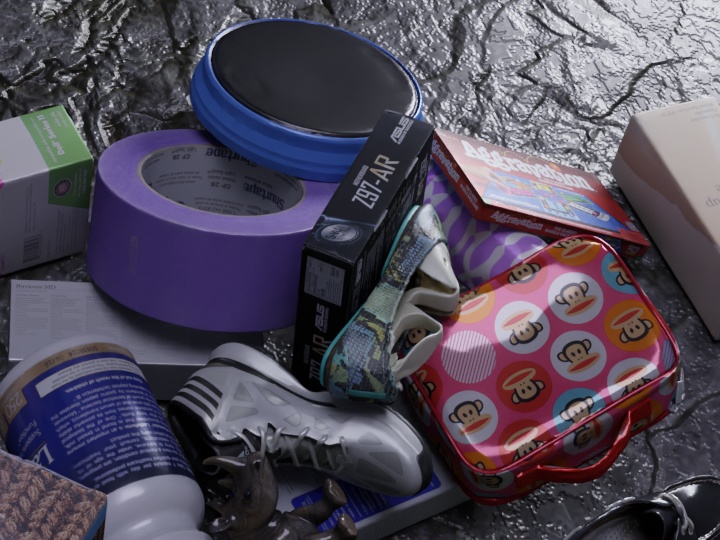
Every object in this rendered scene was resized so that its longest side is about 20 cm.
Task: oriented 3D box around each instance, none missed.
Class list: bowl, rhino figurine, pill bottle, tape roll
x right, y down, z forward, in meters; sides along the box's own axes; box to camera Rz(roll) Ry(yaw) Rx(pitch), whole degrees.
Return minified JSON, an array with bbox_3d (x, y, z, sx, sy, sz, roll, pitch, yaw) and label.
[{"bbox_3d":[-0.041,-0.147,1.703,0.199,0.040,0.201,11,34,-8],"label":"bowl"},{"bbox_3d":[-0.040,0.196,1.463,0.200,0.087,0.060,42,16,-22],"label":"rhino figurine"},{"bbox_3d":[-0.181,0.155,1.486,0.115,0.116,0.201,-17,56,-24],"label":"pill bottle"},{"bbox_3d":[-0.115,-0.034,1.624,0.198,0.086,0.200,9,24,-4],"label":"tape roll"}]

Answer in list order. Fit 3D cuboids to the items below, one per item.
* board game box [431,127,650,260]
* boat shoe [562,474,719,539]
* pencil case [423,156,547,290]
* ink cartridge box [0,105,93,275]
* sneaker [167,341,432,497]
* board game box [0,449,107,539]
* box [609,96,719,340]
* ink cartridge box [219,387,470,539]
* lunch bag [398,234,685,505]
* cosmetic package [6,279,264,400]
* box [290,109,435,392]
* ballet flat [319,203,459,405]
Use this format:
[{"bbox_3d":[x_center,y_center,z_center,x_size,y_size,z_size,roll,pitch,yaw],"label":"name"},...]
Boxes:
[{"bbox_3d":[0.150,-0.064,1.729,0.199,0.020,0.103,12,32,-39],"label":"board game box"},{"bbox_3d":[0.219,0.204,1.570,0.199,0.061,0.074,-21,58,-26],"label":"boat shoe"},{"bbox_3d":[0.103,-0.013,1.706,0.086,0.084,0.200,-45,68,-7],"label":"pencil case"},{"bbox_3d":[-0.317,-0.047,1.617,0.198,0.118,0.068,-18,56,-25],"label":"ink cartridge box"},{"bbox_3d":[-0.053,0.134,1.498,0.199,0.076,0.115,23,38,19],"label":"sneaker"},{"bbox_3d":[-0.266,0.208,1.370,0.158,0.201,0.097,23,50,7],"label":"board game box"},{"bbox_3d":[0.308,-0.047,1.779,0.094,0.078,0.201,-14,56,-23],"label":"box"},{"bbox_3d":[-0.009,0.160,1.570,0.199,0.039,0.100,-18,58,-26],"label":"ink cartridge box"},{"bbox_3d":[0.143,0.084,1.562,0.199,0.082,0.177,-27,58,-8],"label":"lunch bag"},{"bbox_3d":[-0.177,0.056,1.608,0.198,0.051,0.083,3,50,-10],"label":"cosmetic package"},{"bbox_3d":[0.000,0.000,1.593,0.043,0.201,0.161,21,51,11],"label":"box"},{"bbox_3d":[0.037,0.029,1.532,0.074,0.075,0.201,24,51,7],"label":"ballet flat"}]
